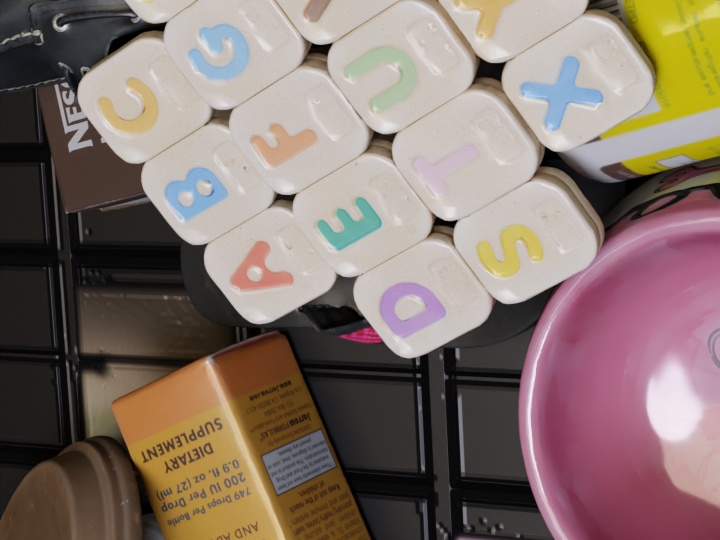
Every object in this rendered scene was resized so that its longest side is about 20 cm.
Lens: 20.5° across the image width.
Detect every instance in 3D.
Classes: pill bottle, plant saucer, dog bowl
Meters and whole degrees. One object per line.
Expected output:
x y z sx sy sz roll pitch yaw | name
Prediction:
0.159 -0.105 0.719 0.199 0.109 0.110 -14 92 29 | pill bottle
-0.147 0.172 0.906 0.200 0.029 0.201 -46 36 49 | plant saucer
0.147 0.055 0.749 0.199 0.074 0.202 5 100 27 | dog bowl

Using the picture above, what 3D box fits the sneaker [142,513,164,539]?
-0.090 0.198 0.894 0.075 0.081 0.201 -30 55 27 | sneaker

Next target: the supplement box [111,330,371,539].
-0.035 0.134 0.891 0.066 0.069 0.201 -26 87 30 | supplement box

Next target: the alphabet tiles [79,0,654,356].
-0.003 -0.064 0.718 0.195 0.015 0.200 -28 108 30 | alphabet tiles

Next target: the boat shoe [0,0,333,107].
-0.087 -0.090 0.784 0.198 0.074 0.067 -14 79 20 | boat shoe

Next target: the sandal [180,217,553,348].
0.000 0.000 0.860 0.199 0.045 0.076 -4 97 29 | sandal

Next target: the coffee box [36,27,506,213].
-0.039 -0.099 0.845 0.199 0.080 0.115 -13 91 30 | coffee box
